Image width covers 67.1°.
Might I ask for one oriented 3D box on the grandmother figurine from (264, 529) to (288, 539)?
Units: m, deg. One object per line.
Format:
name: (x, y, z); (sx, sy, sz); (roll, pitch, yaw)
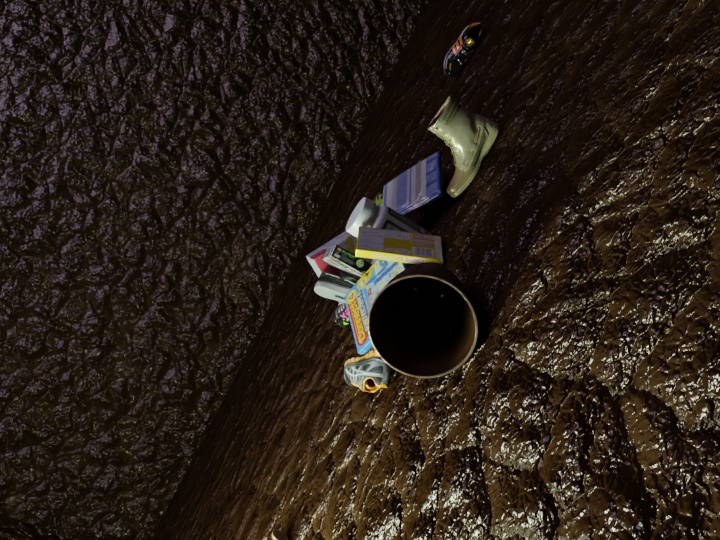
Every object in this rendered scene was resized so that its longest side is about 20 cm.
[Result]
grandmother figurine: (-0.237, 0.699, 1.252); (0.201, 0.060, 0.121); (-57, 6, 7)

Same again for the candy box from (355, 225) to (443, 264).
candy box: (0.089, -0.055, 1.245); (0.103, 0.197, 0.027); (-82, 0, -56)

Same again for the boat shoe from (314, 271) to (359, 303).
boat shoe: (-0.021, 0.052, 1.429); (0.071, 0.198, 0.064); (97, -167, -58)

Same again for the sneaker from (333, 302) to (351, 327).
sneaker: (-0.031, 0.124, 1.573); (0.088, 0.073, 0.200); (-68, 13, -14)

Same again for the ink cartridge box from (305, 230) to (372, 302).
ink cartridge box: (-0.029, -0.030, 1.558); (0.199, 0.146, 0.145); (-34, 12, -10)

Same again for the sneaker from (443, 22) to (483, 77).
sneaker: (0.355, -0.765, 1.868); (0.201, 0.069, 0.090); (-59, 11, 3)

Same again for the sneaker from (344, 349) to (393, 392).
sneaker: (0.013, 0.236, 1.210); (0.200, 0.077, 0.078); (135, 146, -58)

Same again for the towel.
towel: (0.133, -0.208, 1.413); (0.199, 0.024, 0.148); (-28, 46, 38)

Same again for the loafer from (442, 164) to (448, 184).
loafer: (0.183, -0.248, 1.514); (0.200, 0.069, 0.071); (-36, 37, 61)

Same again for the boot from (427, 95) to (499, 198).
boot: (0.220, -0.291, 1.292); (0.202, 0.154, 0.073); (-61, 16, 13)

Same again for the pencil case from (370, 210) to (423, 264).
pencil case: (0.099, -0.078, 1.470); (0.083, 0.086, 0.202); (80, -147, -75)

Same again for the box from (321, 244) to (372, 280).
box: (0.000, 0.000, 1.428); (0.035, 0.199, 0.110); (-64, 15, -12)

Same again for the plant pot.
plant pot: (0.121, 0.063, 0.994); (0.188, 0.186, 0.200); (-55, 1, 23)

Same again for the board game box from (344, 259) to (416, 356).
board game box: (0.056, 0.069, 1.260); (0.196, 0.056, 0.201); (-48, 33, 22)

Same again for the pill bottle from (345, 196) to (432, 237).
pill bottle: (0.070, -0.092, 1.354); (0.114, 0.199, 0.114); (-54, 16, 23)

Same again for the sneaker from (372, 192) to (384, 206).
sneaker: (0.110, -0.196, 1.542); (0.199, 0.083, 0.075); (-16, 61, 52)
